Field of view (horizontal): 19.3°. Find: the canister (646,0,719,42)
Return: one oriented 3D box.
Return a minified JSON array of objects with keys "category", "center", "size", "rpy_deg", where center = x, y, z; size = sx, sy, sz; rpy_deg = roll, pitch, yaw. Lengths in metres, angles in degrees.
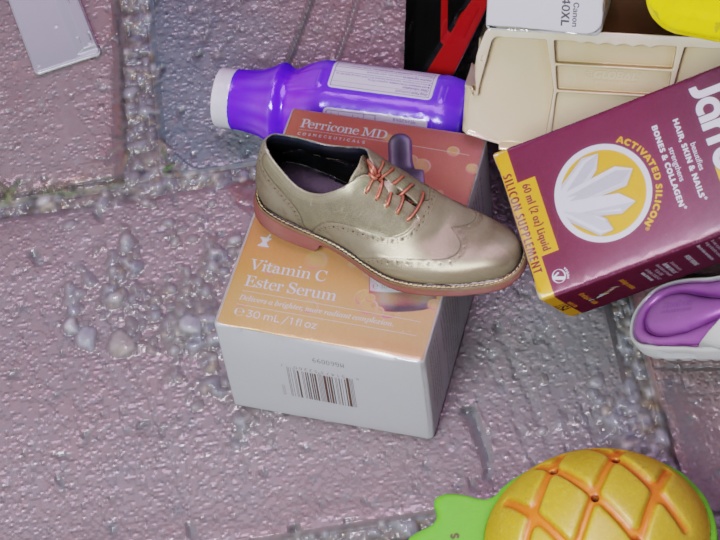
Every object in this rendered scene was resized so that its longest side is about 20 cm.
[{"category":"canister","center":[0.271,-0.233,1.488],"size":[0.148,0.087,0.200],"rpy_deg":[9,31,2]}]

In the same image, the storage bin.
[{"category":"storage bin","center":[0.183,-0.159,1.559],"size":[0.198,0.094,0.200],"rpy_deg":[4,23,6]}]

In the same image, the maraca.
[{"category":"maraca","center":[0.132,0.180,1.371],"size":[0.200,0.107,0.137],"rpy_deg":[-11,46,-1]}]

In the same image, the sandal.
[{"category":"sandal","center":[0.258,0.020,1.444],"size":[0.203,0.050,0.083],"rpy_deg":[-20,45,43]}]

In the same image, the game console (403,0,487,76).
[{"category":"game console","center":[0.077,-0.246,1.646],"size":[0.031,0.177,0.200],"rpy_deg":[13,53,-16]}]

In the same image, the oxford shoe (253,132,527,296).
[{"category":"oxford shoe","center":[0.017,-0.039,1.430],"size":[0.200,0.075,0.070],"rpy_deg":[15,55,13]}]

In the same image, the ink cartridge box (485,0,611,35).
[{"category":"ink cartridge box","center":[0.143,-0.260,1.488],"size":[0.083,0.145,0.200],"rpy_deg":[5,21,10]}]

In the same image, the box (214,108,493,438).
[{"category":"box","center":[0.000,0.000,1.517],"size":[0.152,0.106,0.200],"rpy_deg":[9,56,12]}]

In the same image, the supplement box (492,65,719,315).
[{"category":"supplement box","center":[0.205,-0.057,1.419],"size":[0.200,0.086,0.110],"rpy_deg":[-21,75,16]}]

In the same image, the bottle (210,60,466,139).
[{"category":"bottle","center":[-0.014,-0.121,1.620],"size":[0.200,0.084,0.065],"rpy_deg":[8,56,13]}]

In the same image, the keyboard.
[{"category":"keyboard","center":[-0.273,-0.243,1.783],"size":[0.056,0.011,0.200],"rpy_deg":[-22,55,-3]}]
